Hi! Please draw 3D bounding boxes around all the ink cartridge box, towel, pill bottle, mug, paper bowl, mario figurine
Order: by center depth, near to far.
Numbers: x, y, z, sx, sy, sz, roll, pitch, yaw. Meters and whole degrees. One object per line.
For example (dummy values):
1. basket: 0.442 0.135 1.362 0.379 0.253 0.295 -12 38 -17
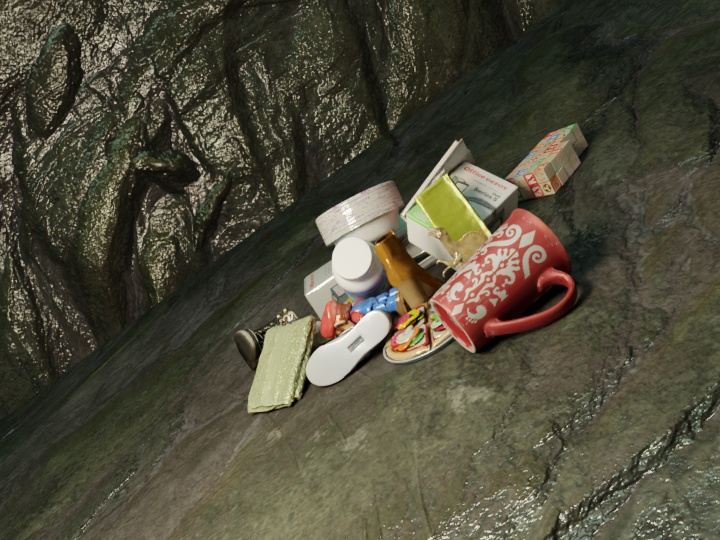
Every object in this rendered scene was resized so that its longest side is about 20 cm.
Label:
1. mug: 0.219 0.022 1.094 0.199 0.135 0.177 -40 15 -7
2. towel: 0.189 -0.083 1.354 0.085 0.202 0.018 -34 -14 -1
3. mario figurine: 0.011 0.100 1.432 0.195 0.109 0.123 -18 -16 18
4. towel: -0.159 0.190 1.441 0.146 0.036 0.204 -20 44 38
5. ink cartridge box: 0.210 -0.115 1.463 0.144 0.085 0.199 31 61 32
6. pill bottle: 0.000 0.000 1.476 0.107 0.110 0.200 -33 -17 1
7. ink cartridge box: 0.158 -0.185 1.518 0.202 0.043 0.173 -53 -20 5
8. paper bowl: 0.007 -0.108 1.571 0.197 0.107 0.201 -26 -2 -1
9. ink cartridge box: -0.032 0.016 1.688 0.197 0.089 0.146 -32 16 4

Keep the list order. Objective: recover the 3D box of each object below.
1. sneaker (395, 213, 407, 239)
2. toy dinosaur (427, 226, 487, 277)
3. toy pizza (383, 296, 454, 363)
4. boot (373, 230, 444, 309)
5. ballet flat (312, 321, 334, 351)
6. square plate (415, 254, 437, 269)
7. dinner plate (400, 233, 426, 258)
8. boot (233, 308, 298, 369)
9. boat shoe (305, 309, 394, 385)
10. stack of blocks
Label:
1. sneaker: 0.087 -0.129 1.736 0.199 0.118 0.074 -27 -22 -45
2. toy dinosaur: 0.209 -0.019 1.282 0.058 0.194 0.104 -91 16 -69
3. toy pizza: 0.119 0.091 1.272 0.197 0.032 0.201 -32 16 10
4. boot: 0.090 -0.010 1.343 0.070 0.146 0.201 -31 -3 17
5. ballet flat: -0.129 0.152 1.538 0.197 0.066 0.071 -33 16 8
6. square plate: 0.153 -0.051 1.609 0.197 0.029 0.199 -33 16 10
7. dinner plate: 0.150 -0.074 1.587 0.197 0.025 0.201 -32 16 10
8. boot: -0.208 0.145 1.624 0.149 0.074 0.201 -36 -16 -18
9. boat shoe: -0.017 0.142 1.338 0.199 0.072 0.068 -43 -10 14
10. stack of blocks: 0.415 -0.237 1.549 0.200 0.059 0.114 -45 19 -30
